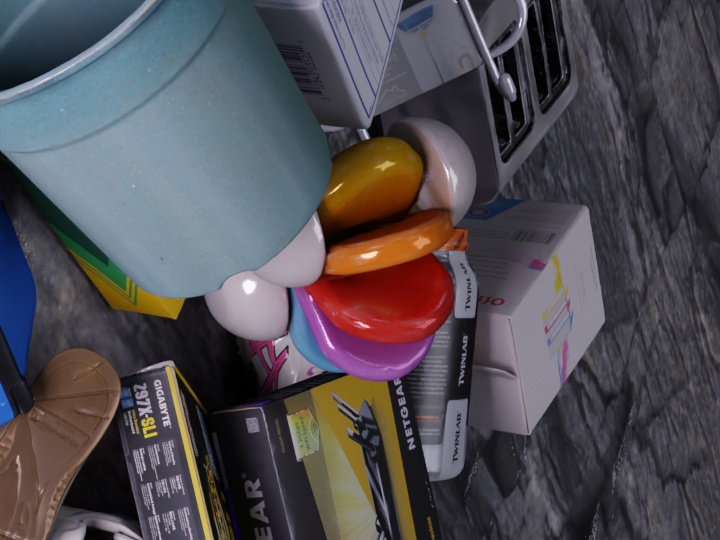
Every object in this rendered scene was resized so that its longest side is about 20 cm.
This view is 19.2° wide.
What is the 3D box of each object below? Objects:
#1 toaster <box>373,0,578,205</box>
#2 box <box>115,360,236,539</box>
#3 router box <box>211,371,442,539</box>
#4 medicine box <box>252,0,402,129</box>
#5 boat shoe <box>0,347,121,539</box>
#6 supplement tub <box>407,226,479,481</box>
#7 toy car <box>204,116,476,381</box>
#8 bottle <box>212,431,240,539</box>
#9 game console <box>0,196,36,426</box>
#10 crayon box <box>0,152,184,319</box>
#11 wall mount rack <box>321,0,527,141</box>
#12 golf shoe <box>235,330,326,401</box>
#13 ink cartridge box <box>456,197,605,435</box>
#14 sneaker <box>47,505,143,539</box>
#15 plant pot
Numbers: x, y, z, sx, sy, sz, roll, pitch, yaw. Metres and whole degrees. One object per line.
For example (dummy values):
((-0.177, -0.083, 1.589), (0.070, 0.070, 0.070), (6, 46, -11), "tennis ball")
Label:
((0.089, -0.175, 1.768), (0.181, 0.118, 0.201), (-50, 137, -47), "toaster")
((-0.111, 0.176, 1.408), (0.160, 0.049, 0.201), (81, -6, -73), "box")
((-0.015, 0.175, 1.509), (0.157, 0.052, 0.201), (-18, 97, -49), "router box")
((-0.034, -0.223, 1.395), (0.182, 0.102, 0.201), (63, 38, -67), "medicine box")
((-0.217, 0.139, 1.312), (0.200, 0.071, 0.065), (-52, -174, -16), "boat shoe")
((0.031, 0.062, 1.704), (0.122, 0.122, 0.201), (0, 96, -61), "supplement tub")
((0.000, 0.000, 1.452), (0.174, 0.200, 0.150), (-22, 73, -26), "toy car")
((-0.075, 0.203, 1.579), (0.065, 0.083, 0.201), (-58, 142, -38), "bottle")
((-0.270, -0.002, 1.247), (0.170, 0.118, 0.201), (-30, 127, -19), "game console")
((-0.140, -0.099, 1.423), (0.173, 0.058, 0.201), (58, 46, -49), "crayon box")
((0.029, -0.183, 1.597), (0.174, 0.199, 0.075), (65, -1, -19), "wall mount rack")
((-0.045, 0.072, 1.599), (0.072, 0.092, 0.201), (-7, 100, -60), "golf shoe")
((0.111, 0.042, 1.841), (0.200, 0.128, 0.126), (-50, 137, -45), "ink cartridge box")
((-0.165, 0.196, 1.411), (0.200, 0.086, 0.075), (26, 71, -61), "sneaker")
((-0.124, -0.100, 1.238), (0.196, 0.199, 0.201), (54, 48, -36), "plant pot")
